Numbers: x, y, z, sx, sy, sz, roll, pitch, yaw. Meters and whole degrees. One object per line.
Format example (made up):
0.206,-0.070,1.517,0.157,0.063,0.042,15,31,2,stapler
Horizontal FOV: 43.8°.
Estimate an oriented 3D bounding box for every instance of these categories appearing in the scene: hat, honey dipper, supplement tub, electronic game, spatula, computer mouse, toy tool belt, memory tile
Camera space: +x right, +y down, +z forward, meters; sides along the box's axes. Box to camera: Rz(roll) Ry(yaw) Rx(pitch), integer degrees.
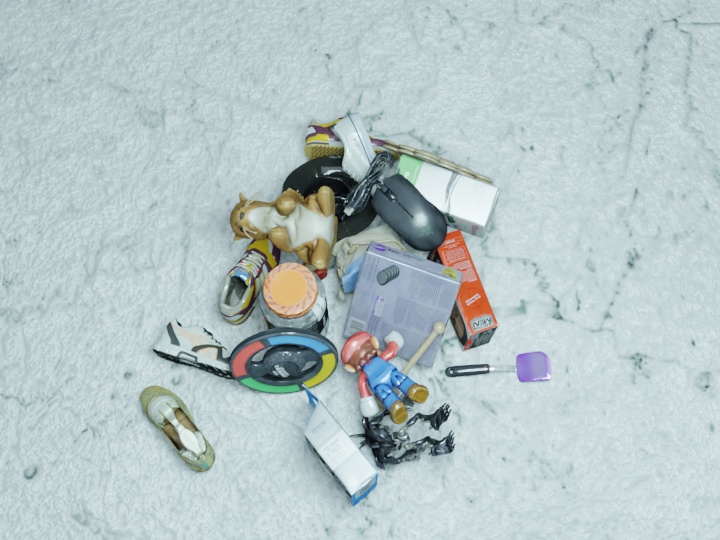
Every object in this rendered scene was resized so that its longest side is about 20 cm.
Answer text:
-0.064,-0.130,1.779,0.197,0.081,0.204,3,69,-8,hat
0.091,0.174,1.631,0.038,0.038,0.201,43,106,16,honey dipper
-0.120,0.068,1.639,0.120,0.201,0.125,0,69,1,supplement tub
-0.137,0.164,1.605,0.196,0.201,0.042,-6,53,-1,electronic game
0.257,0.184,1.682,0.196,0.021,0.058,-3,71,1,spatula
0.073,-0.112,1.649,0.199,0.053,0.139,39,96,7,computer mouse
0.000,0.000,1.705,0.197,0.125,0.124,-21,62,-6,toy tool belt
0.150,-0.207,1.732,0.153,0.198,0.017,24,96,52,memory tile

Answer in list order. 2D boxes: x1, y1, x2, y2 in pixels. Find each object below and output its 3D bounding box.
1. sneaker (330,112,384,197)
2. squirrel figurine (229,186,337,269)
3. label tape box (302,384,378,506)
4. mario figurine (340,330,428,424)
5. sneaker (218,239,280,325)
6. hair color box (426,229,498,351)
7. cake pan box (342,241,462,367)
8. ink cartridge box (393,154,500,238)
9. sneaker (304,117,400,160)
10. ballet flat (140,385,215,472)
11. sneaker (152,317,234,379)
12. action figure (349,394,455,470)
0.001,-0.203,1.740,0.070,0.073,0.203,-22,83,2,sneaker
-0.138,-0.083,1.624,0.183,0.200,0.144,3,94,6,squirrel figurine
-0.053,0.309,1.576,0.066,0.144,0.200,-39,73,-13,label tape box
0.041,0.187,1.605,0.122,0.107,0.200,-15,41,-30,mario figurine
-0.210,0.005,1.723,0.074,0.090,0.203,19,71,8,sneaker
0.191,0.038,1.696,0.060,0.102,0.203,-16,69,-10,hair color box
0.075,0.067,1.646,0.181,0.203,0.052,18,28,5,cake pan box
0.163,-0.141,1.735,0.197,0.146,0.086,21,86,9,ink cartridge box
-0.014,-0.268,1.825,0.196,0.075,0.092,7,63,-2,sneaker
-0.336,0.281,1.635,0.070,0.071,0.200,-39,73,-13,ballet flat
-0.289,0.146,1.681,0.197,0.074,0.081,18,68,8,sneaker
0.079,0.292,1.604,0.198,0.102,0.121,-12,97,37,action figure
